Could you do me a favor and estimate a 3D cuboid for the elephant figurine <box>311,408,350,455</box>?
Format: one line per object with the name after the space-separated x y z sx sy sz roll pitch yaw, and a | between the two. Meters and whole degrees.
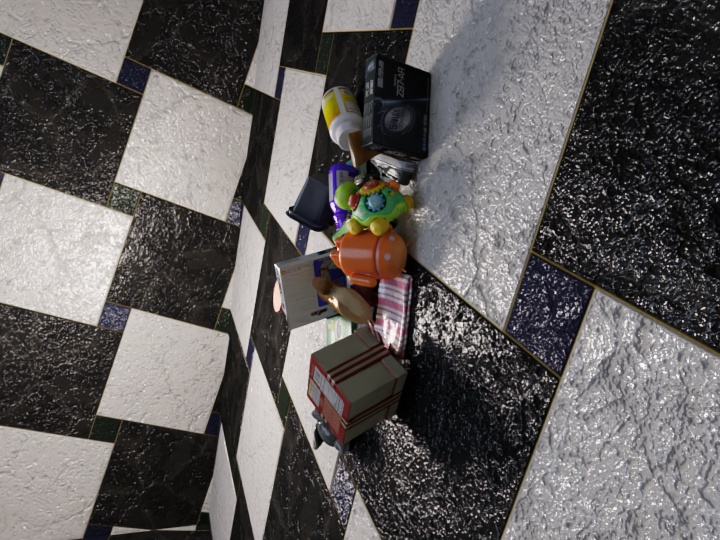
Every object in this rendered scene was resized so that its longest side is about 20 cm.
-0.076 0.446 1.487 0.141 0.155 0.201 35 142 13 | elephant figurine

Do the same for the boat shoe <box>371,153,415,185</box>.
0.070 -0.259 1.328 0.200 0.068 0.058 41 123 59 | boat shoe

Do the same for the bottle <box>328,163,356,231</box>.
-0.048 -0.201 1.518 0.065 0.082 0.204 -21 69 56 | bottle

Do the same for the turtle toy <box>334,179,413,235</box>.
0.021 -0.161 1.250 0.198 0.146 0.102 7 128 42 | turtle toy

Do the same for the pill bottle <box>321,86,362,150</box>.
-0.049 -0.450 1.580 0.110 0.108 0.202 118 147 -42 | pill bottle

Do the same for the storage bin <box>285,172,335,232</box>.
-0.117 -0.214 1.627 0.136 0.144 0.200 -63 -9 22 | storage bin

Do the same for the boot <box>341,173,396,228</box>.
0.030 -0.181 1.398 0.202 0.073 0.156 0 76 55 | boot

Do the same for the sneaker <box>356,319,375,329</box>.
-0.002 0.212 1.382 0.077 0.081 0.204 151 121 -62 | sneaker

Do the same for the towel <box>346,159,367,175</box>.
-0.012 -0.238 1.567 0.146 0.021 0.204 165 106 -66 | towel

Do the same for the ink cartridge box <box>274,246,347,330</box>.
-0.132 0.049 1.502 0.043 0.195 0.203 41 142 55 | ink cartridge box

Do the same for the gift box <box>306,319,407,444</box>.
-0.010 0.243 1.224 0.200 0.185 0.186 49 143 31 | gift box

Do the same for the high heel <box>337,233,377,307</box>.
0.000 0.000 1.376 0.096 0.067 0.202 26 142 49 | high heel

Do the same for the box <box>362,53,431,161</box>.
0.083 -0.364 1.200 0.043 0.158 0.204 -4 81 57 | box

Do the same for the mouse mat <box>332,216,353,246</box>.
-0.012 -0.049 1.431 0.162 0.007 0.200 60 156 1 | mouse mat

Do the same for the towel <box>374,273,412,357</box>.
0.075 0.103 1.293 0.146 0.029 0.204 -168 84 -65 | towel

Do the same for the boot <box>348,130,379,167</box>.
0.045 -0.305 1.255 0.202 0.141 0.072 -89 -10 -63 | boot

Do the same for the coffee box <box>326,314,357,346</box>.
-0.046 0.191 1.534 0.200 0.043 0.125 153 118 -63 | coffee box

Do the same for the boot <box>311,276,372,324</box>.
-0.033 0.085 1.409 0.200 0.144 0.071 33 86 22 | boot

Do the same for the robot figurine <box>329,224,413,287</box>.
0.027 -0.040 1.270 0.197 0.144 0.119 5 113 27 | robot figurine

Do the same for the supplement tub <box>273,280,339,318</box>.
-0.158 0.083 1.617 0.122 0.197 0.125 -174 90 -66 | supplement tub
